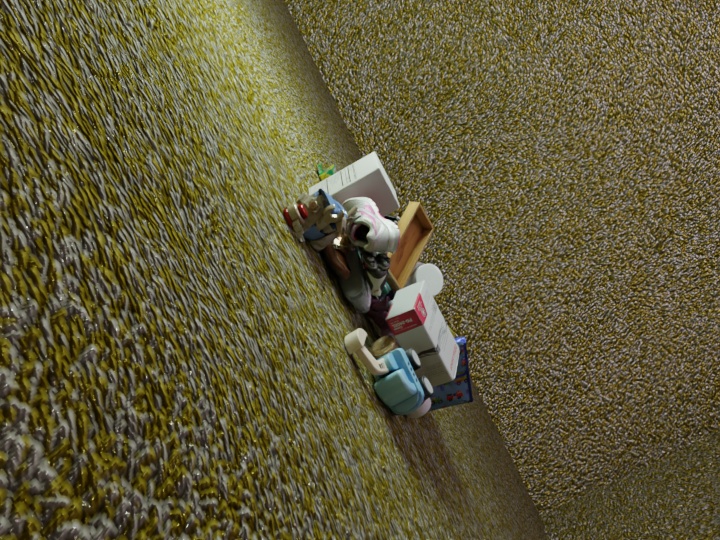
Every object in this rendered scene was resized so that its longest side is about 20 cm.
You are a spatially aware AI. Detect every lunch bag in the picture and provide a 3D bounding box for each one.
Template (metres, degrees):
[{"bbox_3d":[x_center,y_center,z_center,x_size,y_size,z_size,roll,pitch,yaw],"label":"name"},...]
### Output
[{"bbox_3d":[0.202,0.250,1.796,0.095,0.146,0.204,-105,-177,-56],"label":"lunch bag"}]

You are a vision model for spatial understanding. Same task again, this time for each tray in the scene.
[{"bbox_3d":[0.112,-0.060,1.741,0.202,0.036,0.099,-60,135,-25],"label":"tray"}]

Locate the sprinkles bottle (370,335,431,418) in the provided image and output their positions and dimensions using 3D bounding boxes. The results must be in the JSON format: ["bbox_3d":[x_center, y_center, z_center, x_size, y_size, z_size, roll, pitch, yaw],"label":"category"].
[{"bbox_3d":[0.093,0.246,1.615,0.202,0.067,0.069,60,10,-24],"label":"sprinkles bottle"}]

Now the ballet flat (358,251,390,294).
[{"bbox_3d":[0.000,0.000,1.727,0.201,0.069,0.068,54,-8,33],"label":"ballet flat"}]

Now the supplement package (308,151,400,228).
[{"bbox_3d":[-0.018,-0.180,1.744,0.123,0.196,0.121,58,10,-27],"label":"supplement package"}]

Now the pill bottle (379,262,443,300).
[{"bbox_3d":[0.135,0.041,1.850,0.113,0.110,0.199,62,-27,-2],"label":"pill bottle"}]

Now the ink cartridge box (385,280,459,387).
[{"bbox_3d":[0.149,0.151,1.632,0.203,0.082,0.146,61,24,-15],"label":"ink cartridge box"}]

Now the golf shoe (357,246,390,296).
[{"bbox_3d":[0.029,-0.017,1.625,0.201,0.075,0.090,-88,-179,-67],"label":"golf shoe"}]

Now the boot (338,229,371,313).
[{"bbox_3d":[-0.024,0.005,1.653,0.096,0.072,0.204,65,10,-54],"label":"boot"}]

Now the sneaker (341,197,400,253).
[{"bbox_3d":[0.004,-0.106,1.587,0.199,0.086,0.083,40,-53,45],"label":"sneaker"}]

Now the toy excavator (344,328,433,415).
[{"bbox_3d":[0.054,0.209,1.453,0.198,0.098,0.199,64,17,10],"label":"toy excavator"}]

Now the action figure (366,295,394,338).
[{"bbox_3d":[0.057,0.124,1.752,0.200,0.149,0.134,44,-15,0],"label":"action figure"}]

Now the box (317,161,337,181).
[{"bbox_3d":[-0.068,-0.237,2.104,0.203,0.048,0.118,61,9,-12],"label":"box"}]

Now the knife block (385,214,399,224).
[{"bbox_3d":[0.007,-0.150,1.877,0.064,0.173,0.203,52,14,-49],"label":"knife block"}]

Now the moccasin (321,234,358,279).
[{"bbox_3d":[-0.051,-0.062,1.605,0.074,0.076,0.204,56,12,-39],"label":"moccasin"}]

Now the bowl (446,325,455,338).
[{"bbox_3d":[0.146,0.191,1.880,0.110,0.196,0.201,-65,147,-19],"label":"bowl"}]

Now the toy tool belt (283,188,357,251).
[{"bbox_3d":[-0.078,-0.124,1.481,0.127,0.121,0.200,65,9,13],"label":"toy tool belt"}]
